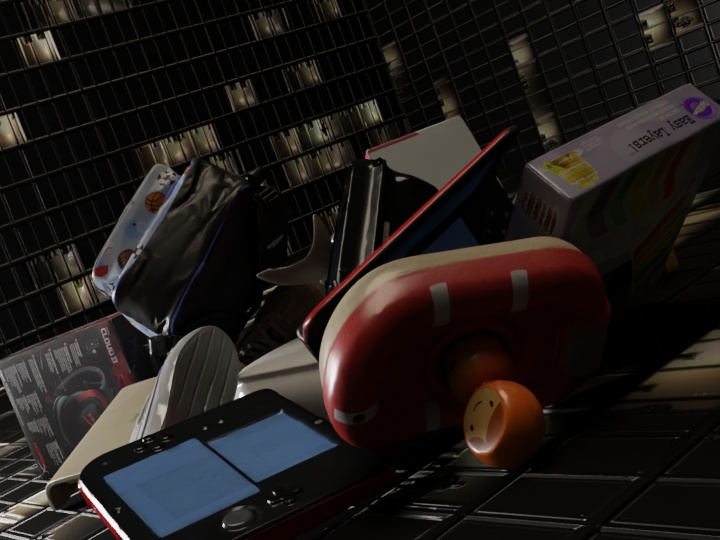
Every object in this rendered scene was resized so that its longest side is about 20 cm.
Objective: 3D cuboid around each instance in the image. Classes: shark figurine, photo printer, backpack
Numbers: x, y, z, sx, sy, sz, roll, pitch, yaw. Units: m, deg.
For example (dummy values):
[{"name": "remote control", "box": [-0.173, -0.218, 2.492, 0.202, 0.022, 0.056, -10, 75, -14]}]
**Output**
[{"name": "shark figurine", "box": [0.000, 0.014, 0.958, 0.089, 0.129, 0.214, -39, -8, 27]}, {"name": "photo printer", "box": [-0.017, 0.091, 0.920, 0.165, 0.071, 0.198, -25, 6, -43]}, {"name": "backpack", "box": [-0.167, -0.001, 1.016, 0.202, 0.152, 0.191, -57, -21, -14]}]

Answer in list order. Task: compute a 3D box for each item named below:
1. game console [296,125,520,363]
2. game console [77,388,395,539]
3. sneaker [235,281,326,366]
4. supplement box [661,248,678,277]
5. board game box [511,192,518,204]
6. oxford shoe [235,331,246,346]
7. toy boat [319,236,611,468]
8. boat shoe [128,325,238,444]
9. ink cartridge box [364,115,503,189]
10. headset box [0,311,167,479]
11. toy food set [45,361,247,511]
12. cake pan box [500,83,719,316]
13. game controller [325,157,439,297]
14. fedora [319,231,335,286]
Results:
[{"name": "game console", "box": [0.059, 0.016, 0.735, 0.200, 0.173, 0.118, -42, 26, -8]}, {"name": "game console", "box": [-0.094, 0.143, 0.707, 0.175, 0.032, 0.199, -25, 22, -26]}, {"name": "sneaker", "box": [-0.098, 0.092, 1.028, 0.201, 0.070, 0.076, -54, 2, 31]}, {"name": "supplement box", "box": [0.178, -0.009, 0.949, 0.198, 0.105, 0.130, -23, 6, -26]}, {"name": "board game box", "box": [0.169, -0.041, 1.146, 0.153, 0.036, 0.200, -58, -6, 7]}, {"name": "oxford shoe", "box": [-0.163, 0.132, 1.174, 0.200, 0.073, 0.072, -39, 24, 56]}, {"name": "toy boat", "box": [0.074, 0.068, 0.637, 0.196, 0.132, 0.132, -10, 41, -11]}, {"name": "boat shoe", "box": [-0.164, 0.128, 0.857, 0.066, 0.074, 0.201, -29, 25, 30]}, {"name": "ink cartridge box", "box": [0.087, -0.072, 1.333, 0.143, 0.146, 0.201, -22, -22, -17]}, {"name": "headset box", "box": [-0.297, 0.136, 1.146, 0.197, 0.151, 0.075, -20, 6, 24]}, {"name": "toy food set", "box": [-0.202, 0.166, 0.981, 0.198, 0.061, 0.144, -20, 24, 32]}, {"name": "cake pan box", "box": [0.179, -0.024, 0.768, 0.182, 0.052, 0.202, -24, -37, -30]}, {"name": "game controller", "box": [0.027, -0.022, 0.888, 0.042, 0.103, 0.202, -48, 23, 39]}, {"name": "fedora", "box": [0.028, 0.019, 1.174, 0.089, 0.180, 0.200, 13, 14, -29]}]
